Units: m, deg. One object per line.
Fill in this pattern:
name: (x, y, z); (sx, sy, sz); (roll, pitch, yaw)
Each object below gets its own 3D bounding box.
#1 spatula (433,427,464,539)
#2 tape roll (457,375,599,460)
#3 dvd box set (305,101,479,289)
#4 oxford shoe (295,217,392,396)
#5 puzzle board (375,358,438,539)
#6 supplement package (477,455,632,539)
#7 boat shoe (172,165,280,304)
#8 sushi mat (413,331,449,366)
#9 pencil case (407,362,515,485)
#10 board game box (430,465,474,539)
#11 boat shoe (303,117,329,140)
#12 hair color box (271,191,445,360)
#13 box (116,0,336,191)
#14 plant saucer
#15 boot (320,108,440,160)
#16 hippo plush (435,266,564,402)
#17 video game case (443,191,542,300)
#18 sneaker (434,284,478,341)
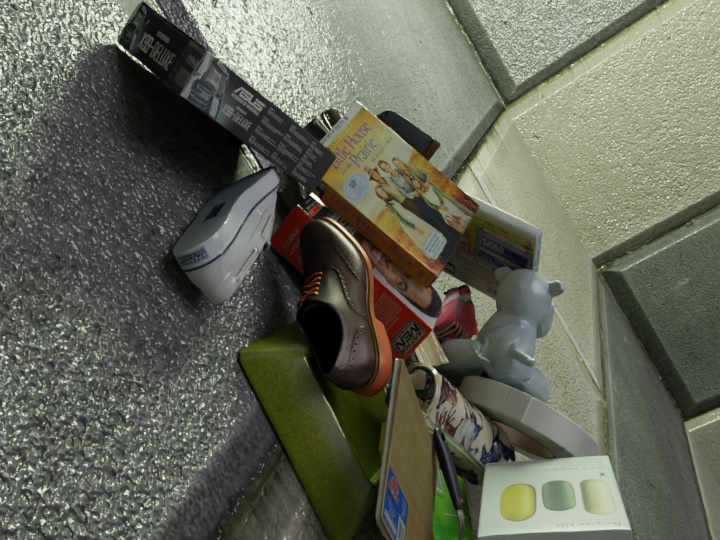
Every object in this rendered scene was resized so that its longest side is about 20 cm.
spatula: (0.103, 0.268, 0.822); (0.056, 0.020, 0.206); (10, 68, -62)
tape roll: (0.215, 0.205, 1.024); (0.202, 0.200, 0.038); (43, 71, -37)
dvd box set: (0.035, -0.093, 0.909); (0.199, 0.029, 0.147); (40, 48, -2)
oxford shoe: (-0.029, 0.022, 0.749); (0.072, 0.071, 0.203); (20, 37, -42)
puzzle board: (0.045, 0.205, 0.748); (0.202, 0.017, 0.153); (69, 25, -47)
supplement package: (0.209, 0.308, 0.829); (0.200, 0.148, 0.155); (-30, 112, -77)
boat shoe: (-0.118, -0.037, 0.748); (0.066, 0.072, 0.201); (63, 27, -22)
sushi mat: (0.056, 0.030, 1.001); (0.095, 0.012, 0.204); (1, 64, -64)
pencil case: (0.111, 0.190, 0.942); (0.200, 0.077, 0.090); (43, 12, -38)
board game box: (0.097, 0.307, 0.846); (0.095, 0.030, 0.203); (41, 28, -39)
boat shoe: (-0.013, -0.113, 0.954); (0.200, 0.060, 0.076); (46, -9, 16)
hair color box: (0.000, 0.000, 0.882); (0.199, 0.061, 0.102); (42, 25, -3)
box: (-0.134, -0.174, 0.794); (0.199, 0.050, 0.157); (33, 6, -48)
plant saucer: (-0.014, 0.137, 0.779); (0.203, 0.047, 0.199); (62, 23, 2)
boot: (0.027, -0.188, 1.083); (0.200, 0.097, 0.074); (48, 15, 28)
hippo plush: (0.191, 0.076, 1.067); (0.201, 0.156, 0.164); (56, 48, -56)
video game case: (0.172, -0.036, 1.147); (0.198, 0.022, 0.184); (30, -29, 27)
sneaker: (0.136, 0.075, 1.133); (0.088, 0.073, 0.199); (64, 23, 6)
